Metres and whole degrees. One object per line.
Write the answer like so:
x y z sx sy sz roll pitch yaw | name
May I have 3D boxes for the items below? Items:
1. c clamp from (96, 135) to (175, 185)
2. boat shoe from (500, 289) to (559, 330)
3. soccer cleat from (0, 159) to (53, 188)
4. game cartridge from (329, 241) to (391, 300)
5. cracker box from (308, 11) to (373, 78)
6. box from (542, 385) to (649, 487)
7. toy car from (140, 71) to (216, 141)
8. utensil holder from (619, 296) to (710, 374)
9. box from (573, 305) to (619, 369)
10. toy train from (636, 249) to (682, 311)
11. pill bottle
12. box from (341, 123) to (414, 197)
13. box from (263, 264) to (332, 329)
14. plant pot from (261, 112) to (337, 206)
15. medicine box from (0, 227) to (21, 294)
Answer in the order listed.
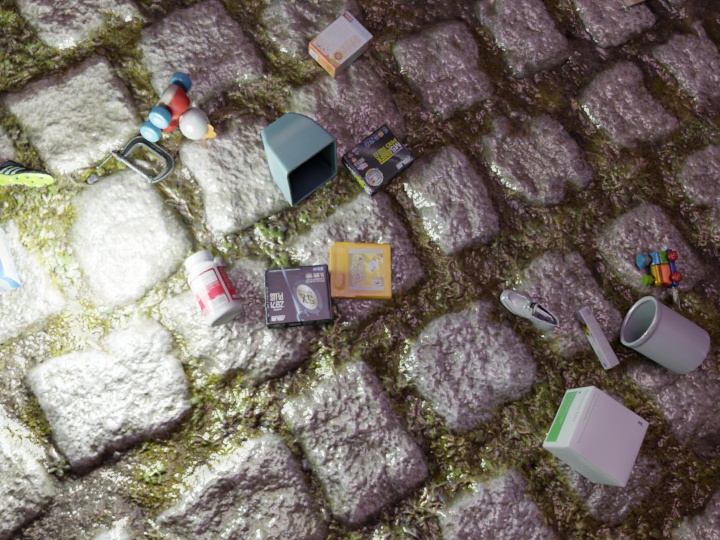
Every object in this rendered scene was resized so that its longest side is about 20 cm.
-0.691 -0.336 1.695 0.196 0.027 0.174 28 68 2 | c clamp
0.542 0.117 1.712 0.196 0.067 0.075 28 72 1 | boat shoe
-1.022 -0.292 1.617 0.193 0.068 0.083 -2 62 -8 | soccer cleat
0.000 0.000 1.690 0.193 0.033 0.182 2 74 -8 | game cartridge
-0.069 -0.790 1.888 0.134 0.058 0.200 44 74 5 | cracker box
0.681 0.481 1.574 0.197 0.172 0.202 33 72 2 | box
-0.552 -0.470 1.704 0.198 0.175 0.188 34 55 -26 | toy car
0.952 0.206 1.695 0.197 0.170 0.173 29 72 -2 | utensil holder
0.755 0.214 1.729 0.041 0.039 0.204 -24 79 -12 | box
0.994 0.036 1.795 0.112 0.085 0.207 -2 74 3 | toy train
-0.432 0.050 1.574 0.110 0.113 0.203 -27 79 -14 | pill bottle
0.059 -0.367 1.794 0.199 0.044 0.161 -38 82 -16 | box
-0.187 0.079 1.613 0.193 0.086 0.169 -3 75 -9 | box
-0.204 -0.370 1.689 0.194 0.197 0.201 -37 73 -15 | plant pot
-1.089 -0.012 1.506 0.196 0.103 0.186 -24 79 -13 | medicine box
